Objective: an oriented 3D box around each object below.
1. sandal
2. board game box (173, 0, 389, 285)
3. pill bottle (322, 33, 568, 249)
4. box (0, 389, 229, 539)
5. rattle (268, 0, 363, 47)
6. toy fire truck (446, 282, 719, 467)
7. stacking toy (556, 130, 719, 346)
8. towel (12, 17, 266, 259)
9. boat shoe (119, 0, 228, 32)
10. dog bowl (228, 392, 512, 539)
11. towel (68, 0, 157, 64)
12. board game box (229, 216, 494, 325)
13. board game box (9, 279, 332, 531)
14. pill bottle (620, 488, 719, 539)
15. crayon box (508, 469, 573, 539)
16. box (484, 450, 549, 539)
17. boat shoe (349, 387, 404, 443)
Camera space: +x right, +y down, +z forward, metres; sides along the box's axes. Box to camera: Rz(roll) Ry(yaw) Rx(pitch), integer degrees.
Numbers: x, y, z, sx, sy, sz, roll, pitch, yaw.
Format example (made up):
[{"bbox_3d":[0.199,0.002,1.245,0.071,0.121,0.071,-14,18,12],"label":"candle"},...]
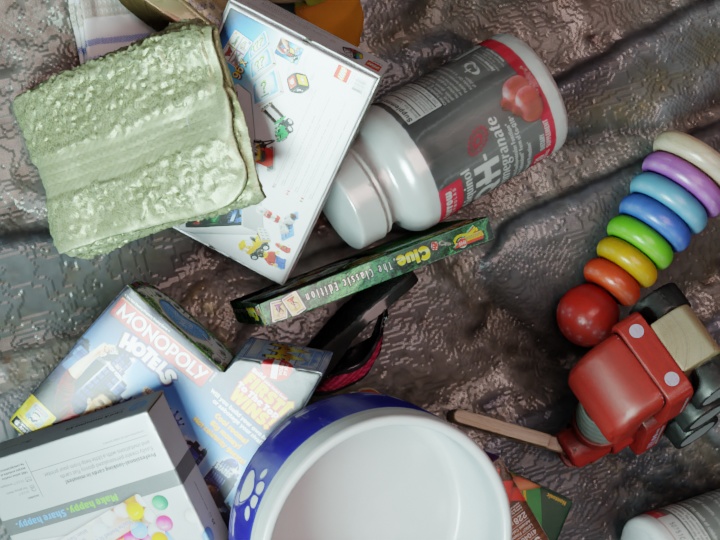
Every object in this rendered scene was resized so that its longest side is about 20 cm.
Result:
[{"bbox_3d":[-0.023,0.078,1.279,0.045,0.075,0.200,44,85,-10],"label":"sandal"},{"bbox_3d":[-0.074,-0.099,1.207,0.126,0.035,0.201,28,121,1],"label":"board game box"},{"bbox_3d":[0.061,-0.101,1.287,0.199,0.111,0.111,-31,98,-16],"label":"pill bottle"},{"bbox_3d":[-0.177,0.205,1.186,0.155,0.041,0.201,-18,107,20],"label":"box"},{"bbox_3d":[-0.083,-0.274,1.276,0.199,0.143,0.131,27,90,15],"label":"rattle"},{"bbox_3d":[0.187,0.107,1.300,0.199,0.176,0.129,-31,70,-10],"label":"toy fire truck"},{"bbox_3d":[0.241,-0.019,1.363,0.085,0.085,0.200,37,83,-13],"label":"stacking toy"},{"bbox_3d":[-0.171,-0.097,1.190,0.036,0.199,0.149,-22,96,-61],"label":"towel"},{"bbox_3d":[-0.098,-0.188,1.237,0.200,0.073,0.063,35,77,-15],"label":"boat shoe"},{"bbox_3d":[0.007,0.194,1.159,0.199,0.079,0.201,-4,101,-23],"label":"dog bowl"},{"bbox_3d":[-0.156,-0.184,1.266,0.146,0.024,0.201,-11,92,-18],"label":"towel"},{"bbox_3d":[0.000,0.000,1.269,0.199,0.105,0.024,-21,94,-16],"label":"board game box"},{"bbox_3d":[-0.127,0.105,1.206,0.200,0.062,0.200,43,104,-5],"label":"board game box"},{"bbox_3d":[0.336,0.241,1.365,0.199,0.114,0.115,-15,93,-17],"label":"pill bottle"},{"bbox_3d":[0.052,0.228,1.304,0.199,0.058,0.173,26,81,-15],"label":"crayon box"},{"bbox_3d":[0.060,0.256,1.255,0.199,0.039,0.137,-34,101,-13],"label":"box"},{"bbox_3d":[-0.041,0.177,1.230,0.071,0.063,0.200,37,92,-21],"label":"boat shoe"}]
